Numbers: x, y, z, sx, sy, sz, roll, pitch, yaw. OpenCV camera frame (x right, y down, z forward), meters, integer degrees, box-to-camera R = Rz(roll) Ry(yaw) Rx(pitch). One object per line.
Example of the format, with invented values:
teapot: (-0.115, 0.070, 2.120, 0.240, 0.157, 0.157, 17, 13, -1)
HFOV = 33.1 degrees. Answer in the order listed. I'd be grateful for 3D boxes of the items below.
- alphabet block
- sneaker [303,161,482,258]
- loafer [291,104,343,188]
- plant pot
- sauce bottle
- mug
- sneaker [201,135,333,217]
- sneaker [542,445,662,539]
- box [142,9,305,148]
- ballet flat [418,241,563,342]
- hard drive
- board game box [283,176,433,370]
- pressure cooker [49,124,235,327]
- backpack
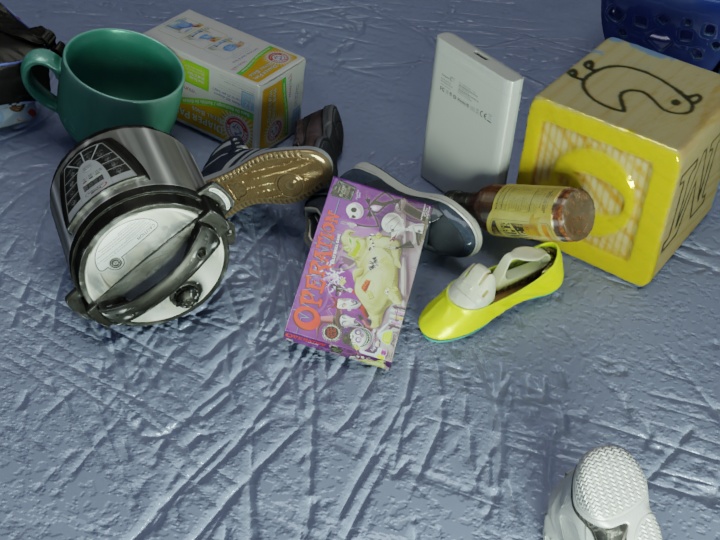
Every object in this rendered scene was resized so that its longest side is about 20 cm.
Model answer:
alphabet block: (0.319, -0.134, 1.451, 0.195, 0.197, 0.200, 24, 43, 25)
sneaker: (0.026, -0.046, 1.400, 0.202, 0.077, 0.146, 26, 39, 29)
loafer: (-0.063, -0.146, 1.540, 0.063, 0.072, 0.200, -10, 31, 13)
plant pot: (0.459, -0.369, 1.765, 0.200, 0.180, 0.200, 19, 42, 17)
sauce bottle: (0.179, -0.070, 1.416, 0.066, 0.066, 0.200, -29, 23, -35)
mug: (-0.321, -0.225, 1.543, 0.185, 0.115, 0.152, 31, 43, 11)
sneaker: (-0.116, -0.124, 1.449, 0.200, 0.070, 0.109, -15, 28, 24)
sneaker: (0.217, 0.259, 1.056, 0.075, 0.115, 0.200, -6, 74, -12)
box: (-0.183, -0.250, 1.607, 0.200, 0.113, 0.101, 26, 42, 23)
ballet flat: (0.148, 0.015, 1.350, 0.200, 0.067, 0.067, -21, 48, -28)
hard drive: (0.132, -0.172, 1.473, 0.027, 0.200, 0.132, -24, 47, -32)
board game box: (0.000, 0.000, 1.315, 0.120, 0.032, 0.200, 14, 62, 3)
pressure cooker: (-0.231, -0.041, 1.297, 0.178, 0.176, 0.200, -3, 39, -25)
backpack: (-0.510, -0.274, 1.575, 0.200, 0.154, 0.191, -15, 51, -32)
